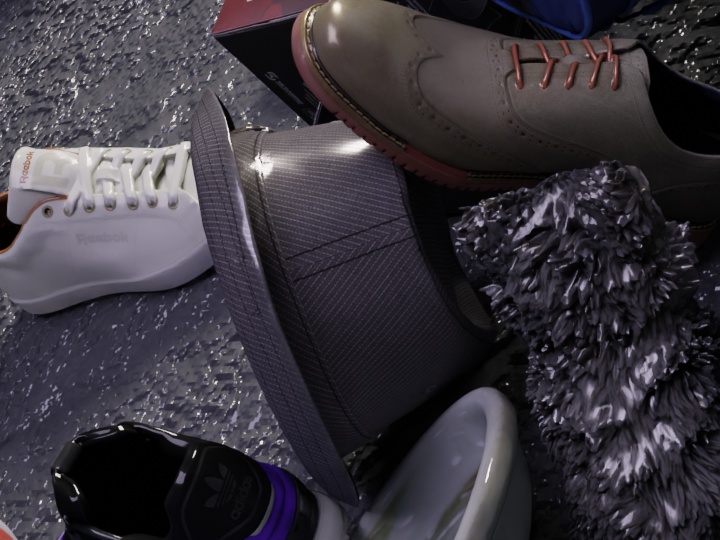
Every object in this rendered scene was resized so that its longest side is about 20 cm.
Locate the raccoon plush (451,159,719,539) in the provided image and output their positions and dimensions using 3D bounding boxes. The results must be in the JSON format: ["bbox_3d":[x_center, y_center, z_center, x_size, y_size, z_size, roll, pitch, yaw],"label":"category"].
[{"bbox_3d":[0.096,0.054,0.659,0.096,0.134,0.201,-26,41,14],"label":"raccoon plush"}]

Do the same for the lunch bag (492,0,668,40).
[{"bbox_3d":[0.078,-0.189,0.772,0.131,0.202,0.136,-28,25,-12],"label":"lunch bag"}]

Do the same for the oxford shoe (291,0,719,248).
[{"bbox_3d":[0.070,-0.070,0.738,0.074,0.198,0.071,-45,39,45],"label":"oxford shoe"}]

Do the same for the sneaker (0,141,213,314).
[{"bbox_3d":[-0.132,-0.034,1.017,0.199,0.085,0.073,-20,44,31],"label":"sneaker"}]

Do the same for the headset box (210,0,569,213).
[{"bbox_3d":[0.028,-0.132,0.885,0.077,0.149,0.202,-6,55,43],"label":"headset box"}]

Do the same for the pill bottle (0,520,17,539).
[{"bbox_3d":[-0.204,0.207,0.860,0.112,0.112,0.201,-31,40,22],"label":"pill bottle"}]

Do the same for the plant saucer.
[{"bbox_3d":[0.016,0.140,0.708,0.201,0.050,0.200,-58,6,9],"label":"plant saucer"}]

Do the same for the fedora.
[{"bbox_3d":[0.000,0.000,0.792,0.089,0.200,0.179,-19,77,4],"label":"fedora"}]

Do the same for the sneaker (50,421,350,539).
[{"bbox_3d":[-0.096,0.102,0.835,0.199,0.099,0.070,-17,46,51],"label":"sneaker"}]
